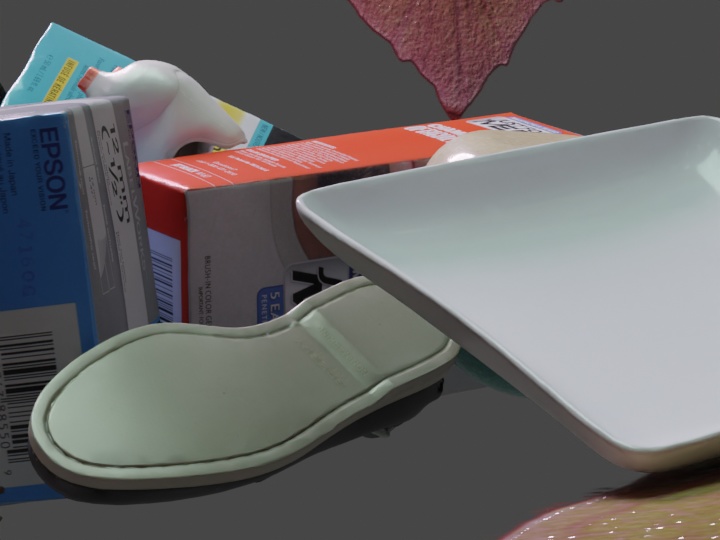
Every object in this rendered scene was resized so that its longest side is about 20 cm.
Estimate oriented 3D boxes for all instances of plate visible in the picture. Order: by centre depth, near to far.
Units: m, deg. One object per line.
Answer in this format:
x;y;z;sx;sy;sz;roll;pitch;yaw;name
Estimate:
0.108;0.009;0.974;0.199;0.032;0.200;-12;32;-32;plate

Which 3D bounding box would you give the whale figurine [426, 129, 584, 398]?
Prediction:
0.100;0.016;1.112;0.159;0.104;0.200;1;21;-38;whale figurine

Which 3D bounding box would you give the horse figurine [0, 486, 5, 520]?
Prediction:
-0.206;0.076;0.832;0.132;0.050;0.200;11;0;17;horse figurine

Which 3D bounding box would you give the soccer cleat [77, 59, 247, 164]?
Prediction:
-0.120;0.002;1.256;0.077;0.200;0.069;33;19;15;soccer cleat

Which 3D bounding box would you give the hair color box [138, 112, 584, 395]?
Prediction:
0.000;0.000;1.230;0.199;0.111;0.064;-10;18;-30;hair color box

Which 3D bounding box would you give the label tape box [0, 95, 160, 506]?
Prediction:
-0.116;0.005;1.124;0.066;0.144;0.200;-7;5;8;label tape box

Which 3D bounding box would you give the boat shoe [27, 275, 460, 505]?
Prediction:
-0.044;0.057;1.040;0.200;0.073;0.063;-18;-34;-44;boat shoe

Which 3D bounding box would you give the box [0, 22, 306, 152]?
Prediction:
-0.074;-0.036;1.324;0.199;0.049;0.082;25;42;-2;box

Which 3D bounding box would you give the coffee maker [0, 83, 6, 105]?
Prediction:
-0.254;-0.011;1.317;0.134;0.201;0.192;-8;2;30;coffee maker
